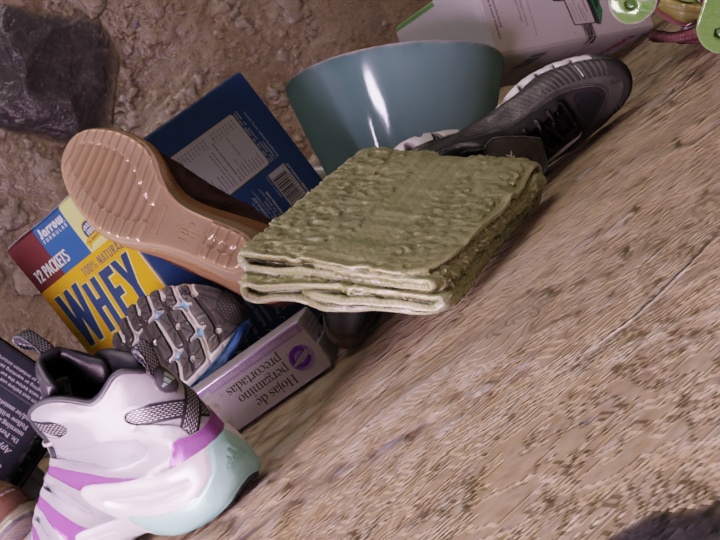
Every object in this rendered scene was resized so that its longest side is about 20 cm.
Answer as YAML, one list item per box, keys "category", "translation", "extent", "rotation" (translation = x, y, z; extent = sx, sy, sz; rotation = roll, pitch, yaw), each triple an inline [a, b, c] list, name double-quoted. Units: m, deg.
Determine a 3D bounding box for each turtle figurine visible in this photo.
- category: "turtle figurine"
  translation: [0.252, -0.243, 1.112]
  extent: [0.200, 0.144, 0.194]
  rotation: [-37, 9, 31]

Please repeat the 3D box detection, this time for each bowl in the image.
- category: "bowl"
  translation: [0.038, -0.126, 1.396]
  extent: [0.200, 0.105, 0.201]
  rotation: [-8, -9, -1]

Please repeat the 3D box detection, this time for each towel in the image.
- category: "towel"
  translation: [0.023, -0.026, 0.982]
  extent: [0.148, 0.037, 0.200]
  rotation: [7, 30, 24]

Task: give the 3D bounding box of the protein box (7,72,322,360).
- category: "protein box"
  translation: [-0.130, -0.013, 1.254]
  extent: [0.135, 0.199, 0.200]
  rotation: [-32, 8, 46]

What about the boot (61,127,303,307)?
- category: "boot"
  translation: [-0.110, -0.027, 1.133]
  extent: [0.072, 0.200, 0.166]
  rotation: [-59, -27, 2]

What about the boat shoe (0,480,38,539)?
- category: "boat shoe"
  translation: [-0.256, 0.180, 1.027]
  extent: [0.076, 0.072, 0.200]
  rotation: [-41, -6, -38]

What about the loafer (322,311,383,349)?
- category: "loafer"
  translation: [0.000, 0.000, 1.087]
  extent: [0.072, 0.063, 0.200]
  rotation: [4, 14, 10]

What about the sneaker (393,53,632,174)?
- category: "sneaker"
  translation: [0.112, -0.088, 1.118]
  extent: [0.200, 0.067, 0.091]
  rotation: [-26, 26, 2]

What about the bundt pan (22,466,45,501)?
- category: "bundt pan"
  translation: [-0.380, 0.229, 1.427]
  extent: [0.202, 0.076, 0.202]
  rotation: [-36, 7, 5]

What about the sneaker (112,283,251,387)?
- category: "sneaker"
  translation: [-0.136, 0.076, 1.126]
  extent: [0.090, 0.079, 0.200]
  rotation: [2, -35, -43]

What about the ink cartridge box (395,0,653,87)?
- category: "ink cartridge box"
  translation: [0.159, -0.235, 1.506]
  extent: [0.200, 0.085, 0.146]
  rotation: [-15, -5, -31]

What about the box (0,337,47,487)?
- category: "box"
  translation: [-0.321, 0.142, 1.194]
  extent: [0.197, 0.124, 0.200]
  rotation: [-55, 2, -10]

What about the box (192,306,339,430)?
- category: "box"
  translation: [-0.105, 0.098, 1.044]
  extent: [0.200, 0.039, 0.041]
  rotation: [-36, 7, 12]

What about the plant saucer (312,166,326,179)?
- category: "plant saucer"
  translation: [-0.069, -0.023, 1.471]
  extent: [0.200, 0.050, 0.200]
  rotation: [-15, 33, 10]

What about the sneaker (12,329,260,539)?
- category: "sneaker"
  translation: [-0.160, 0.097, 0.884]
  extent: [0.200, 0.140, 0.078]
  rotation: [-32, 8, 34]
